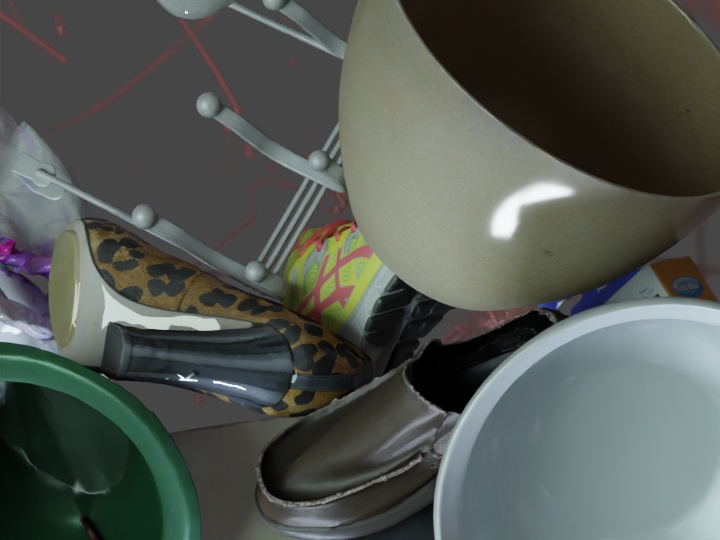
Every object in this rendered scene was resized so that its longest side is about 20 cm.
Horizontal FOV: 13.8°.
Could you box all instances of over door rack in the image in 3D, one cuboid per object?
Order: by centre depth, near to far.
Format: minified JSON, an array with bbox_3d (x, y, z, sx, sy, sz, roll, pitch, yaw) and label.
[{"bbox_3d":[-0.087,-0.083,1.583,0.200,0.067,0.148,24,78,36],"label":"over door rack"}]

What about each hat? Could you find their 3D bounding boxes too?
[{"bbox_3d":[-0.147,0.075,1.547,0.199,0.176,0.166,15,118,12],"label":"hat"}]

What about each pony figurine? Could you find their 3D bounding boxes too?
[{"bbox_3d":[-0.194,0.022,1.696,0.193,0.167,0.200,40,122,-8],"label":"pony figurine"}]

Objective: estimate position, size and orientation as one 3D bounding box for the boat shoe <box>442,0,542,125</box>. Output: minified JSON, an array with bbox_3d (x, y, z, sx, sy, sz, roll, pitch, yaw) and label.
[{"bbox_3d":[0.056,-0.157,1.489,0.070,0.066,0.201,12,104,39],"label":"boat shoe"}]

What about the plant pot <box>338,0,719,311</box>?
[{"bbox_3d":[0.068,-0.059,1.408,0.200,0.200,0.135,51,128,23],"label":"plant pot"}]

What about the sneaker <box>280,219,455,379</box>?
[{"bbox_3d":[0.000,0.000,1.554,0.090,0.078,0.200,53,126,25],"label":"sneaker"}]

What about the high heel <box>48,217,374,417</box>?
[{"bbox_3d":[-0.083,0.025,1.551,0.200,0.142,0.072,-134,54,-63],"label":"high heel"}]

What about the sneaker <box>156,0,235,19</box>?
[{"bbox_3d":[-0.041,-0.197,1.503,0.200,0.070,0.080,-46,25,26],"label":"sneaker"}]

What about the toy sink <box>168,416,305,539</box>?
[{"bbox_3d":[-0.036,0.182,1.548,0.112,0.130,0.201,117,145,-79],"label":"toy sink"}]

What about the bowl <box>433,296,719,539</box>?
[{"bbox_3d":[0.129,0.093,1.369,0.090,0.200,0.202,-103,12,-71],"label":"bowl"}]

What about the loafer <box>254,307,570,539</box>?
[{"bbox_3d":[0.030,0.065,1.448,0.199,0.071,0.073,-25,43,14],"label":"loafer"}]

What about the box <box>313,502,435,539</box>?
[{"bbox_3d":[0.067,0.196,1.476,0.201,0.143,0.036,60,172,9],"label":"box"}]

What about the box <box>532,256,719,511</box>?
[{"bbox_3d":[0.154,0.089,1.459,0.119,0.041,0.200,-44,65,36],"label":"box"}]
